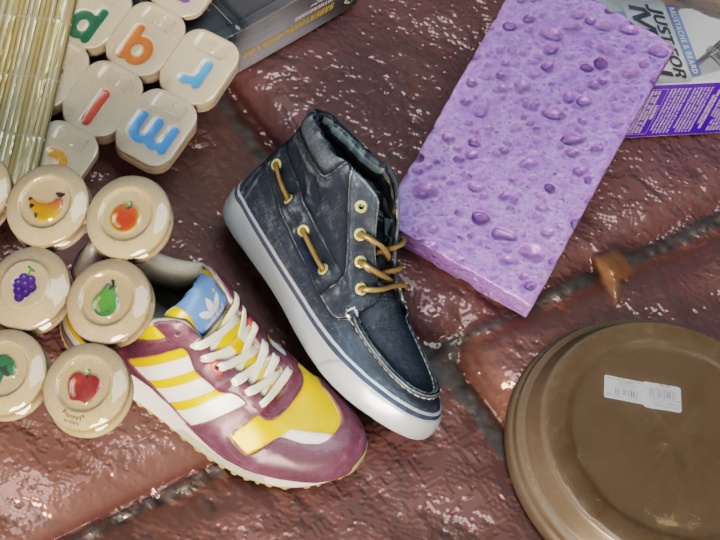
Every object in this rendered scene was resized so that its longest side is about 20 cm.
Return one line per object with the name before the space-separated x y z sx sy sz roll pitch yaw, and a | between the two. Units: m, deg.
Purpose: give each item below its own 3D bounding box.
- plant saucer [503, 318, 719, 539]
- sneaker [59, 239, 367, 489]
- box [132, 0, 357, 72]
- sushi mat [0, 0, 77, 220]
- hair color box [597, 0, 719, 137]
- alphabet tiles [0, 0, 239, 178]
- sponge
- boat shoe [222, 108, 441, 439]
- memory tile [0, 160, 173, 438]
plant saucer | 0.185 0.109 1.373 0.198 0.030 0.201 7 54 -10
sneaker | -0.082 0.051 1.297 0.199 0.090 0.075 28 53 5
box | -0.117 -0.224 1.508 0.158 0.048 0.200 -34 70 -31
sushi mat | -0.230 -0.124 1.394 0.095 0.012 0.201 6 64 5
hair color box | 0.221 -0.152 1.546 0.198 0.065 0.110 -4 56 -20
alphabet tiles | -0.180 -0.140 1.417 0.199 0.015 0.196 28 68 13
sponge | 0.105 -0.084 1.440 0.111 0.030 0.201 29 75 6
boat shoe | 0.000 0.000 1.344 0.201 0.091 0.071 52 25 22
memory tile | -0.208 0.007 1.272 0.198 0.017 0.154 8 71 16
